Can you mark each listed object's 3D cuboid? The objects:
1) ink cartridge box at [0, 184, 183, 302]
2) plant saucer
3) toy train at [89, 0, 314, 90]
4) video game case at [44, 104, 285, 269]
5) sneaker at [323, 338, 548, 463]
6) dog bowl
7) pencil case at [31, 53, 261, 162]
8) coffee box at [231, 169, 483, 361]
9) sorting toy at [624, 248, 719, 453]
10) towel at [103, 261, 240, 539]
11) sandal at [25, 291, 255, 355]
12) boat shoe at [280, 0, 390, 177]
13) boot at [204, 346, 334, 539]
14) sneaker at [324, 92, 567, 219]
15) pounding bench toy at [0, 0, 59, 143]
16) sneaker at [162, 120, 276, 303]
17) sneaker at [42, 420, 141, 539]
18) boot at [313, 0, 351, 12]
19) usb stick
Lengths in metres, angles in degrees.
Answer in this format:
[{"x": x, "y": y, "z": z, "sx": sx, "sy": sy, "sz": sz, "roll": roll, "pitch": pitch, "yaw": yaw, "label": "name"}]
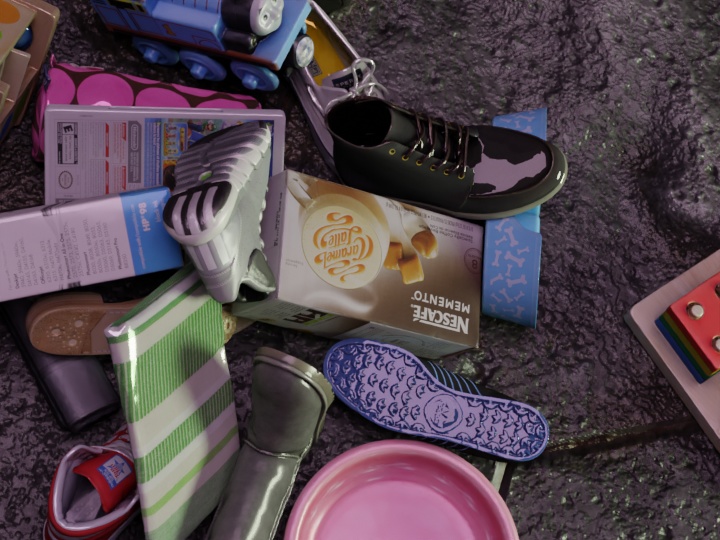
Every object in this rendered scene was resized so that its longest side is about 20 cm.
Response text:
[{"x": -0.249, "y": -0.019, "z": 1.483, "sx": 0.200, "sy": 0.116, "sz": 0.067, "roll": -11, "pitch": 95, "yaw": -9, "label": "ink cartridge box"}, {"x": 0.032, "y": 0.242, "z": 1.528, "sx": 0.200, "sy": 0.051, "sz": 0.201, "roll": 4, "pitch": 70, "yaw": -10, "label": "plant saucer"}, {"x": -0.136, "y": -0.222, "z": 1.596, "sx": 0.200, "sy": 0.114, "sz": 0.087, "roll": 17, "pitch": 70, "yaw": 27, "label": "toy train"}, {"x": -0.166, "y": -0.069, "z": 1.562, "sx": 0.200, "sy": 0.018, "sz": 0.143, "roll": 1, "pitch": 112, "yaw": -7, "label": "video game case"}, {"x": 0.061, "y": 0.115, "z": 1.562, "sx": 0.200, "sy": 0.078, "sz": 0.070, "roll": 23, "pitch": 81, "yaw": 0, "label": "sneaker"}, {"x": 0.135, "y": -0.048, "z": 1.620, "sx": 0.049, "sy": 0.112, "sz": 0.200, "roll": 3, "pitch": 71, "yaw": 5, "label": "dog bowl"}, {"x": -0.182, "y": -0.126, "z": 1.596, "sx": 0.200, "sy": 0.091, "sz": 0.094, "roll": 11, "pitch": 63, "yaw": -10, "label": "pencil case"}, {"x": 0.000, "y": 0.000, "z": 1.551, "sx": 0.200, "sy": 0.080, "sz": 0.115, "roll": 16, "pitch": 69, "yaw": -30, "label": "coffee box"}, {"x": 0.376, "y": 0.062, "z": 1.645, "sx": 0.199, "sy": 0.070, "sz": 0.200, "roll": -31, "pitch": 79, "yaw": -19, "label": "sorting toy"}, {"x": -0.144, "y": 0.108, "z": 1.454, "sx": 0.023, "sy": 0.200, "sz": 0.153, "roll": 4, "pitch": 24, "yaw": 24, "label": "towel"}, {"x": -0.165, "y": 0.057, "z": 1.518, "sx": 0.211, "sy": 0.078, "sz": 0.070, "roll": -3, "pitch": 42, "yaw": -24, "label": "sandal"}, {"x": -0.011, "y": -0.160, "z": 1.638, "sx": 0.075, "sy": 0.086, "sz": 0.202, "roll": -25, "pitch": 77, "yaw": -17, "label": "boat shoe"}, {"x": -0.090, "y": 0.179, "z": 1.466, "sx": 0.072, "sy": 0.182, "sz": 0.200, "roll": 22, "pitch": 64, "yaw": 17, "label": "boot"}, {"x": 0.070, "y": -0.096, "z": 1.539, "sx": 0.200, "sy": 0.106, "sz": 0.075, "roll": 1, "pitch": 70, "yaw": 11, "label": "sneaker"}, {"x": -0.354, "y": -0.139, "z": 1.554, "sx": 0.124, "sy": 0.200, "sz": 0.156, "roll": 24, "pitch": 37, "yaw": -4, "label": "pounding bench toy"}, {"x": -0.101, "y": -0.035, "z": 1.468, "sx": 0.075, "sy": 0.200, "sz": 0.116, "roll": -13, "pitch": 114, "yaw": 17, "label": "sneaker"}, {"x": -0.181, "y": 0.146, "z": 1.486, "sx": 0.071, "sy": 0.113, "sz": 0.200, "roll": 36, "pitch": 69, "yaw": 6, "label": "sneaker"}, {"x": -0.096, "y": -0.322, "z": 1.688, "sx": 0.200, "sy": 0.073, "sz": 0.151, "roll": 10, "pitch": 70, "yaw": -1, "label": "boot"}, {"x": -0.268, "y": 0.043, "z": 1.548, "sx": 0.055, "sy": 0.033, "sz": 0.200, "roll": -27, "pitch": 78, "yaw": -15, "label": "usb stick"}]
